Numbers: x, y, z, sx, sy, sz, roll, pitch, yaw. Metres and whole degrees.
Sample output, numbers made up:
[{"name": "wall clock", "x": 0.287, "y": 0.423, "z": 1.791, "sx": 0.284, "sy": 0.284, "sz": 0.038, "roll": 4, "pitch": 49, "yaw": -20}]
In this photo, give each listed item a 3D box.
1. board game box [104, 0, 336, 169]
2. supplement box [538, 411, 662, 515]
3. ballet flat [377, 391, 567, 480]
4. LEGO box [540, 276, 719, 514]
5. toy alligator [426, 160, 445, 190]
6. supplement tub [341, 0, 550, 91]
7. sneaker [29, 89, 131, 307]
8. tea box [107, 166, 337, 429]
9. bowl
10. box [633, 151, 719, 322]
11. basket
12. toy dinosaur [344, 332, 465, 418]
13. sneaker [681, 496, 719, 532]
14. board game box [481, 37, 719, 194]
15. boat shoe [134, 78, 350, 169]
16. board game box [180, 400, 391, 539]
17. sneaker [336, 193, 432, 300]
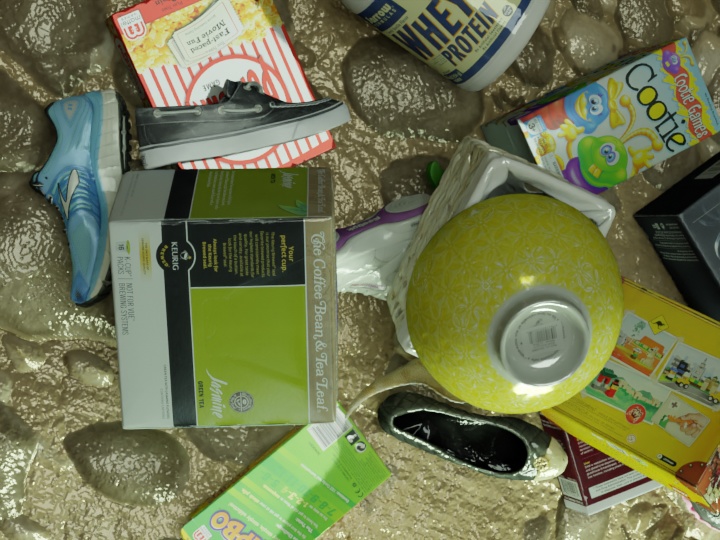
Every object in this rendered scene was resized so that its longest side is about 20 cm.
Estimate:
[{"name": "board game box", "x": -0.132, "y": -0.177, "z": 1.568, "sx": 0.151, "sy": 0.046, "sz": 0.201, "roll": -27, "pitch": 98, "yaw": -15}, {"name": "supplement box", "x": 0.238, "y": 0.134, "z": 1.675, "sx": 0.108, "sy": 0.061, "sz": 0.201, "roll": -18, "pitch": 96, "yaw": -15}, {"name": "ballet flat", "x": 0.110, "y": 0.171, "z": 1.626, "sx": 0.199, "sy": 0.057, "sz": 0.067, "roll": 16, "pitch": 105, "yaw": -8}, {"name": "LEGO box", "x": 0.282, "y": 0.111, "z": 1.553, "sx": 0.149, "sy": 0.199, "sz": 0.077, "roll": -55, "pitch": 144, "yaw": -9}, {"name": "toy alligator", "x": 0.123, "y": -0.022, "z": 1.639, "sx": 0.054, "sy": 0.059, "sz": 0.201, "roll": -24, "pitch": 97, "yaw": -15}, {"name": "supplement tub", "x": 0.069, "y": -0.282, "z": 1.577, "sx": 0.199, "sy": 0.145, "sz": 0.146, "roll": 33, "pitch": 82, "yaw": -14}, {"name": "sneaker", "x": -0.260, "y": -0.066, "z": 1.530, "sx": 0.089, "sy": 0.078, "sz": 0.202, "roll": 0, "pitch": 87, "yaw": 2}, {"name": "tea box", "x": -0.118, "y": 0.023, "z": 1.478, "sx": 0.195, "sy": 0.134, "sz": 0.201, "roll": 0, "pitch": 113, "yaw": -1}, {"name": "bowl", "x": 0.146, "y": 0.045, "z": 1.426, "sx": 0.199, "sy": 0.108, "sz": 0.202, "roll": -4, "pitch": 110, "yaw": -10}, {"name": "box", "x": 0.422, "y": -0.036, "z": 1.706, "sx": 0.200, "sy": 0.104, "sz": 0.183, "roll": -36, "pitch": 101, "yaw": -13}, {"name": "basket", "x": 0.123, "y": -0.011, "z": 1.526, "sx": 0.135, "sy": 0.123, "sz": 0.201, "roll": 22, "pitch": 104, "yaw": -17}, {"name": "toy dinosaur", "x": 0.071, "y": 0.089, "z": 1.599, "sx": 0.199, "sy": 0.058, "sz": 0.102, "roll": -1, "pitch": 50, "yaw": -26}, {"name": "sneaker", "x": 0.366, "y": 0.198, "z": 1.697, "sx": 0.079, "sy": 0.095, "sz": 0.200, "roll": -40, "pitch": 101, "yaw": -15}, {"name": "board game box", "x": 0.241, "y": -0.143, "z": 1.651, "sx": 0.199, "sy": 0.103, "sz": 0.105, "roll": -27, "pitch": 98, "yaw": -15}, {"name": "boat shoe", "x": -0.109, "y": -0.144, "z": 1.518, "sx": 0.199, "sy": 0.072, "sz": 0.068, "roll": -12, "pitch": 96, "yaw": -9}, {"name": "board game box", "x": -0.074, "y": 0.224, "z": 1.600, "sx": 0.200, "sy": 0.030, "sz": 0.096, "roll": -39, "pitch": 100, "yaw": -16}, {"name": "sneaker", "x": 0.000, "y": 0.000, "z": 1.595, "sx": 0.199, "sy": 0.075, "sz": 0.100, "roll": -19, "pitch": 115, "yaw": -7}]
